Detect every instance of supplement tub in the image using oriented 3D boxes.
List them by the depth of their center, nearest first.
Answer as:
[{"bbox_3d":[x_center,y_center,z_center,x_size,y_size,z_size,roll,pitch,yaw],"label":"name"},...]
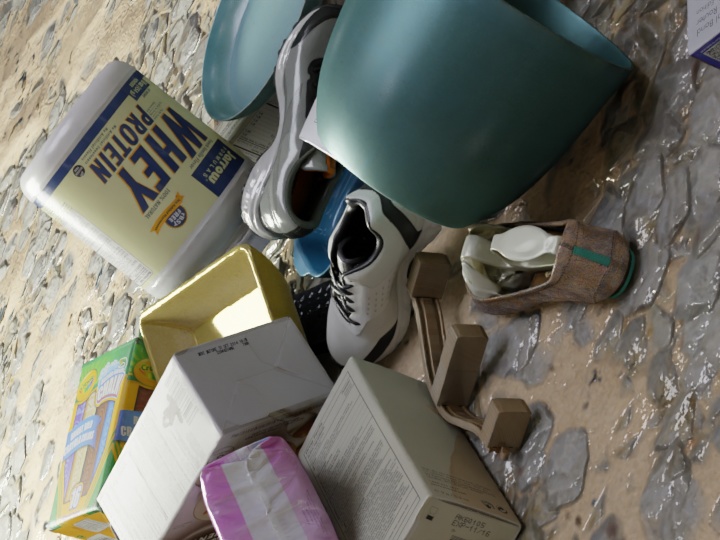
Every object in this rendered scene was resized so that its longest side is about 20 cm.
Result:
[{"bbox_3d":[-0.176,-0.068,1.916,0.145,0.200,0.145,-51,7,9],"label":"supplement tub"}]

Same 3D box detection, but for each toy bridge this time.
[{"bbox_3d":[0.070,0.070,1.572,0.200,0.027,0.068,-115,34,-51],"label":"toy bridge"}]

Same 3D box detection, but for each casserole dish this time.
[{"bbox_3d":[0.006,-0.079,1.821,0.201,0.039,0.121,-62,26,19],"label":"casserole dish"}]

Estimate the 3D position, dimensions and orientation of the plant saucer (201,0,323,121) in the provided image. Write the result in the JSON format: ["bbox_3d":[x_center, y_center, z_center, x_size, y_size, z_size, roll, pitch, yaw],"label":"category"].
[{"bbox_3d":[-0.080,-0.220,1.926,0.200,0.027,0.201,-45,34,42],"label":"plant saucer"}]

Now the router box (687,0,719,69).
[{"bbox_3d":[0.282,-0.243,1.366,0.200,0.049,0.181,-39,38,48],"label":"router box"}]

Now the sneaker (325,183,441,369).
[{"bbox_3d":[0.000,0.000,1.669,0.074,0.080,0.201,42,136,28],"label":"sneaker"}]

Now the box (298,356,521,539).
[{"bbox_3d":[0.030,0.152,1.547,0.095,0.077,0.200,-62,26,17],"label":"box"}]

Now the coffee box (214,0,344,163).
[{"bbox_3d":[-0.050,-0.188,1.969,0.200,0.079,0.114,-48,33,38],"label":"coffee box"}]

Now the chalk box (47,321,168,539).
[{"bbox_3d":[-0.177,0.138,1.931,0.124,0.124,0.201,-24,52,58],"label":"chalk box"}]

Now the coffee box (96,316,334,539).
[{"bbox_3d":[-0.113,0.137,1.703,0.080,0.114,0.200,55,140,22],"label":"coffee box"}]

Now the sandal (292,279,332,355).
[{"bbox_3d":[-0.056,0.056,1.849,0.200,0.048,0.076,-13,58,47],"label":"sandal"}]

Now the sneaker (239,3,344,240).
[{"bbox_3d":[-0.035,-0.119,1.821,0.079,0.074,0.202,13,89,57],"label":"sneaker"}]

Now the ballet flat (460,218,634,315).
[{"bbox_3d":[0.110,-0.010,1.519,0.200,0.067,0.069,-12,63,62],"label":"ballet flat"}]

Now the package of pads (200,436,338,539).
[{"bbox_3d":[-0.058,0.193,1.570,0.200,0.075,0.121,94,154,-78],"label":"package of pads"}]

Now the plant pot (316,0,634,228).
[{"bbox_3d":[0.063,-0.128,1.532,0.162,0.200,0.201,-58,27,14],"label":"plant pot"}]

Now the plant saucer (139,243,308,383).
[{"bbox_3d":[-0.090,0.097,1.797,0.200,0.048,0.201,-31,75,52],"label":"plant saucer"}]

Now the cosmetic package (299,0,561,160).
[{"bbox_3d":[0.053,-0.159,1.705,0.150,0.052,0.201,33,103,37],"label":"cosmetic package"}]
